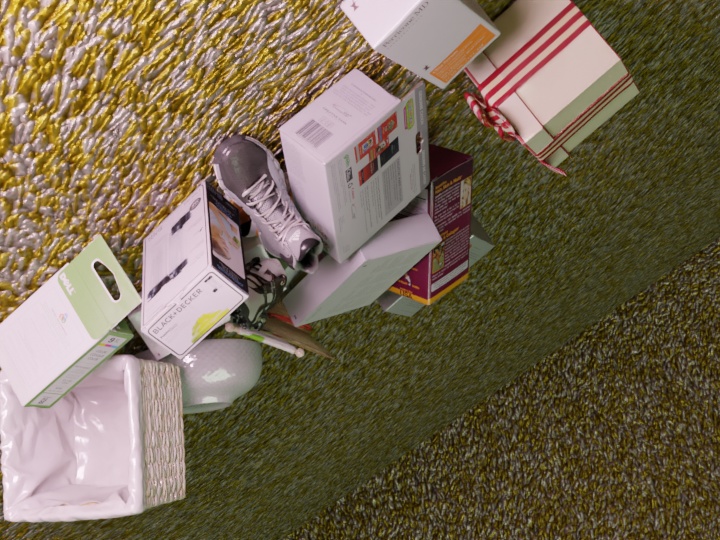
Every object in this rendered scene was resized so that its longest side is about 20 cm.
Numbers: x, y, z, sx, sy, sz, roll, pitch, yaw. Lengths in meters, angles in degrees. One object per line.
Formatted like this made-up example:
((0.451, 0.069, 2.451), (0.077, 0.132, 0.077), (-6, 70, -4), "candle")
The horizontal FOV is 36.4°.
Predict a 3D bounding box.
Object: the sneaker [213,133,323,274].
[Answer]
((-0.095, -0.070, 1.306), (0.075, 0.115, 0.201), (-40, 135, -8), "sneaker")

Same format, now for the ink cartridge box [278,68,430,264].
((-0.001, -0.139, 1.362), (0.175, 0.084, 0.201), (-41, 151, -22), "ink cartridge box")

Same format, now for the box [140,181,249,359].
((-0.194, -0.004, 1.267), (0.116, 0.201, 0.060), (-42, 119, 14), "box")

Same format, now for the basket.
((-0.345, 0.216, 1.431), (0.196, 0.203, 0.161), (-7, 173, 16), "basket")

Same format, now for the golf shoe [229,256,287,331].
((-0.139, 0.019, 1.353), (0.095, 0.077, 0.200), (-55, 178, -1), "golf shoe")

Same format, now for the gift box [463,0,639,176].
((0.247, -0.243, 1.451), (0.186, 0.201, 0.184), (-39, 155, 15), "gift box")

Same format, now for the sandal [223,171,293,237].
((-0.097, -0.088, 1.416), (0.205, 0.060, 0.079), (-24, 155, -19), "sandal")

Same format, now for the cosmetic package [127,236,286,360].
((-0.206, 0.032, 1.459), (0.198, 0.051, 0.083), (-28, 121, -3), "cosmetic package")

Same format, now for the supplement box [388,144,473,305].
((0.099, -0.068, 1.604), (0.110, 0.085, 0.202), (-32, 131, -44), "supplement box")

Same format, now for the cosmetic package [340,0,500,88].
((0.073, -0.285, 1.247), (0.101, 0.072, 0.199), (-42, 159, 19), "cosmetic package")

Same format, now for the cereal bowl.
((-0.239, 0.162, 1.615), (0.197, 0.084, 0.200), (-8, 167, -2), "cereal bowl")

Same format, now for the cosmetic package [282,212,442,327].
((0.000, 0.000, 1.539), (0.150, 0.052, 0.200), (-18, 163, -42), "cosmetic package")

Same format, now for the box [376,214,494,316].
((0.111, -0.024, 1.863), (0.200, 0.098, 0.124), (-40, 160, 14), "box")

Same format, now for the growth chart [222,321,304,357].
((-0.154, 0.091, 1.577), (0.200, 0.143, 0.018), (9, -103, 67), "growth chart")

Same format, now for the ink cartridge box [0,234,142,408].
((-0.340, 0.063, 1.303), (0.200, 0.104, 0.059), (-40, 160, 11), "ink cartridge box")

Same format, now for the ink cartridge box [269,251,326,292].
((-0.093, -0.023, 1.558), (0.199, 0.060, 0.104), (-13, 151, -49), "ink cartridge box")

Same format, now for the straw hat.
((-0.114, 0.058, 1.637), (0.086, 0.199, 0.201), (-68, 161, -7), "straw hat")
